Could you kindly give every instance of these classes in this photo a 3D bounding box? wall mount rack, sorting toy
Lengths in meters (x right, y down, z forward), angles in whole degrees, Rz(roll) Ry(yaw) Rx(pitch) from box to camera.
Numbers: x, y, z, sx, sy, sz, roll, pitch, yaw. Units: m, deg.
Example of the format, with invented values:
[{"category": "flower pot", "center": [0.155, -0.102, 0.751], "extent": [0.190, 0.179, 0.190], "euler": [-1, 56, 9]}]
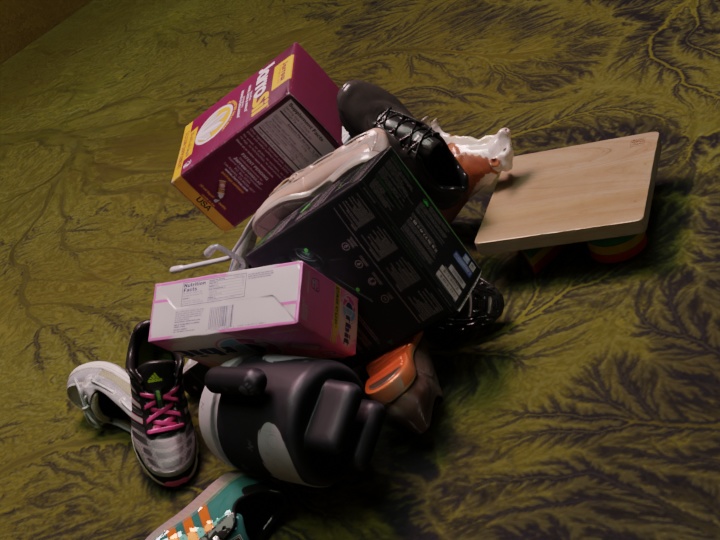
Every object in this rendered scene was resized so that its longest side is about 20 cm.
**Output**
[{"category": "wall mount rack", "center": [-0.198, -0.003, 1.467], "extent": [0.174, 0.074, 0.201], "euler": [-51, 18, 35]}, {"category": "sorting toy", "center": [0.260, -0.073, 1.342], "extent": [0.198, 0.070, 0.199], "euler": [-8, 32, 26]}]

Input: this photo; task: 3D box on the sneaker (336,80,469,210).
[{"category": "sneaker", "center": [0.057, -0.157, 1.320], "extent": [0.076, 0.199, 0.091], "euler": [-52, 7, -9]}]

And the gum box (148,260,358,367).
[{"category": "gum box", "center": [-0.116, 0.052, 1.160], "extent": [0.198, 0.113, 0.067], "euler": [-8, 66, 29]}]

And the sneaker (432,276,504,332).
[{"category": "sneaker", "center": [0.078, 0.030, 1.299], "extent": [0.198, 0.075, 0.079], "euler": [3, 3, 32]}]

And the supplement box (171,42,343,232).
[{"category": "supplement box", "center": [-0.124, -0.163, 1.373], "extent": [0.199, 0.103, 0.132], "euler": [-33, 31, 23]}]

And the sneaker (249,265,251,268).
[{"category": "sneaker", "center": [-0.076, 0.005, 1.467], "extent": [0.198, 0.080, 0.096], "euler": [-23, 32, 22]}]

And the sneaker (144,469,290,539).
[{"category": "sneaker", "center": [-0.147, 0.267, 1.063], "extent": [0.079, 0.072, 0.200], "euler": [-1, 34, 43]}]

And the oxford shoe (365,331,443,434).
[{"category": "oxford shoe", "center": [0.051, 0.118, 1.187], "extent": [0.071, 0.073, 0.200], "euler": [-36, 7, 16]}]

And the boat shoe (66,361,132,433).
[{"category": "boat shoe", "center": [-0.295, 0.164, 1.350], "extent": [0.200, 0.075, 0.065], "euler": [12, 43, 35]}]

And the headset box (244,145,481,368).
[{"category": "headset box", "center": [-0.002, -0.003, 1.210], "extent": [0.199, 0.175, 0.093], "euler": [-32, 11, 34]}]

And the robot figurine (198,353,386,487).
[{"category": "robot figurine", "center": [-0.071, 0.144, 1.104], "extent": [0.199, 0.152, 0.124], "euler": [1, 22, 42]}]

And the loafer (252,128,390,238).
[{"category": "loafer", "center": [-0.041, -0.096, 1.276], "extent": [0.199, 0.072, 0.063], "euler": [-26, 44, 32]}]

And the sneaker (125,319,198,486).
[{"category": "sneaker", "center": [-0.228, 0.141, 1.248], "extent": [0.073, 0.088, 0.202], "euler": [-9, 61, -10]}]

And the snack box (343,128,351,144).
[{"category": "snack box", "center": [-0.083, -0.165, 1.784], "extent": [0.115, 0.037, 0.200], "euler": [-3, 35, 34]}]

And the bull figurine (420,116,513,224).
[{"category": "bull figurine", "center": [0.113, -0.128, 1.423], "extent": [0.065, 0.122, 0.200], "euler": [-28, -18, -44]}]

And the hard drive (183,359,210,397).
[{"category": "hard drive", "center": [-0.134, 0.065, 1.345], "extent": [0.199, 0.038, 0.140], "euler": [-34, 16, 44]}]
